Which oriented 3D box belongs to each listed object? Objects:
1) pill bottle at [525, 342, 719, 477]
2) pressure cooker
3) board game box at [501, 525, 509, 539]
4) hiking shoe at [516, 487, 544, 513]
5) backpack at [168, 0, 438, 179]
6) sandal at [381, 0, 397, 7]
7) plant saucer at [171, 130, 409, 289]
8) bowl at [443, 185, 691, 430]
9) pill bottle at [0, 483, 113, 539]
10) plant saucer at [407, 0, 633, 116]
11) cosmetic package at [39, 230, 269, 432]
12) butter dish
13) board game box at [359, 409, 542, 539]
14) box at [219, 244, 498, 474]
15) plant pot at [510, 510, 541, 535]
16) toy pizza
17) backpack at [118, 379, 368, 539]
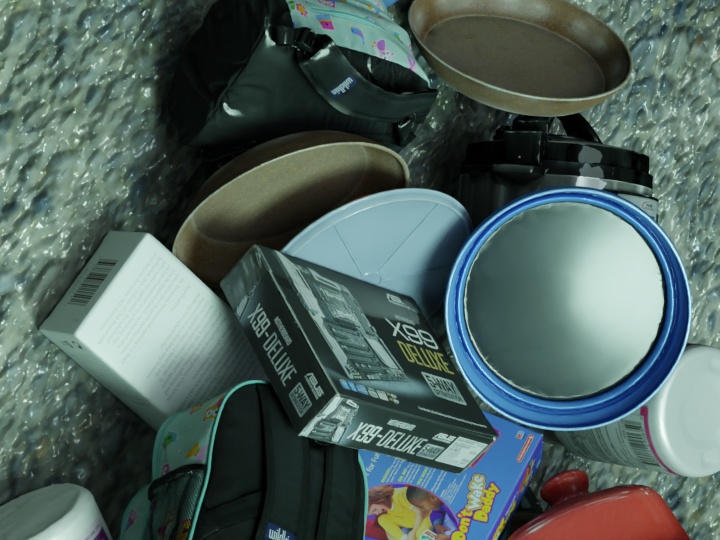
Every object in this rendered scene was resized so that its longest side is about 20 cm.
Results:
[{"bbox_3d":[0.237,0.117,1.607,0.113,0.199,0.114,-2,93,-34],"label":"pill bottle"},{"bbox_3d":[0.166,-0.044,1.571,0.177,0.176,0.202,5,87,-15],"label":"pressure cooker"},{"bbox_3d":[0.046,0.289,1.522,0.150,0.047,0.202,4,89,6],"label":"board game box"},{"bbox_3d":[0.093,0.189,1.601,0.087,0.074,0.200,-39,121,3],"label":"hiking shoe"},{"bbox_3d":[-0.037,-0.156,1.437,0.199,0.167,0.127,6,53,-38],"label":"backpack"},{"bbox_3d":[0.031,-0.261,1.525,0.199,0.087,0.080,-30,109,-28],"label":"sandal"},{"bbox_3d":[-0.059,-0.054,1.428,0.199,0.201,0.037,-6,59,-34],"label":"plant saucer"},{"bbox_3d":[0.167,0.029,1.465,0.199,0.039,0.202,0,103,1],"label":"bowl"},{"bbox_3d":[-0.214,0.271,1.351,0.112,0.112,0.201,-31,108,-30],"label":"pill bottle"},{"bbox_3d":[0.135,-0.188,1.557,0.199,0.200,0.035,-13,134,-34],"label":"plant saucer"},{"bbox_3d":[-0.142,0.070,1.420,0.200,0.071,0.102,45,69,-27],"label":"cosmetic package"},{"bbox_3d":[0.189,0.232,1.468,0.200,0.199,0.149,56,12,-62],"label":"butter dish"},{"bbox_3d":[0.045,0.195,1.451,0.201,0.134,0.045,-57,159,-30],"label":"board game box"},{"bbox_3d":[0.000,0.071,1.405,0.050,0.158,0.199,-46,141,21],"label":"box"},{"bbox_3d":[0.140,0.309,1.587,0.199,0.093,0.203,0,89,2],"label":"plant pot"},{"bbox_3d":[0.000,0.000,1.482,0.199,0.032,0.201,-19,144,-15],"label":"toy pizza"},{"bbox_3d":[-0.084,0.190,1.332,0.175,0.153,0.201,32,52,-29],"label":"backpack"}]
